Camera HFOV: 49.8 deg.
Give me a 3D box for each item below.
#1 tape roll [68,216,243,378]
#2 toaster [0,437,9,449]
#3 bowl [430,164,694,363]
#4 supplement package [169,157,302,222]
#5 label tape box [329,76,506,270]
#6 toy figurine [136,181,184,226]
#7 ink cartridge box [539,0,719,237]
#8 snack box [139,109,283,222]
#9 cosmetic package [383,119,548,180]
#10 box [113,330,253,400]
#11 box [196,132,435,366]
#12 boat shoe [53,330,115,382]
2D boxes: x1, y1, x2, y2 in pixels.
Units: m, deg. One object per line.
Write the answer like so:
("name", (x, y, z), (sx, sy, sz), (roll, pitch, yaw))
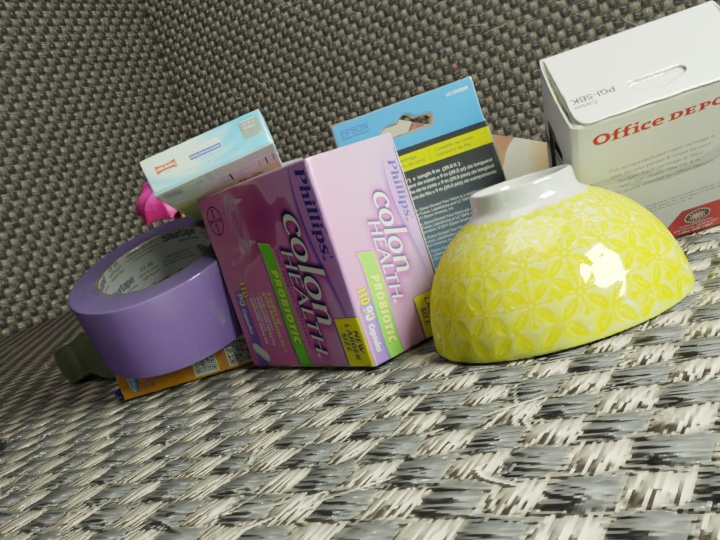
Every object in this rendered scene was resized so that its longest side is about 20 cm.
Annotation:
("tape roll", (-0.203, 0.021, 0.838), (0.200, 0.085, 0.200), (-17, 28, 9))
("toaster", (-0.446, 0.163, 0.686), (0.180, 0.119, 0.200), (-19, 7, -7))
("bowl", (0.137, -0.017, 0.590), (0.200, 0.108, 0.200), (-18, 7, 2))
("supplement package", (-0.168, -0.047, 1.219), (0.191, 0.200, 0.147), (-12, 10, 41))
("label tape box", (0.073, -0.068, 0.755), (0.144, 0.200, 0.063), (-17, 8, 14))
("toy figurine", (-0.221, -0.050, 1.032), (0.150, 0.184, 0.200), (-18, 7, 8))
("ink cartridge box", (0.238, -0.106, 0.657), (0.146, 0.083, 0.200), (-18, -35, 6))
("snack box", (-0.137, -0.098, 0.776), (0.116, 0.037, 0.200), (-25, -2, -3))
("cosmetic package", (0.112, -0.092, 0.840), (0.199, 0.087, 0.104), (9, 45, 7))
("box", (-0.179, 0.090, 0.866), (0.200, 0.042, 0.119), (-15, 8, 10))
("box", (-0.040, -0.010, 0.708), (0.097, 0.176, 0.200), (-24, 9, -37))
("boat shoe", (-0.347, 0.105, 1.046), (0.201, 0.072, 0.061), (-15, 12, 47))
